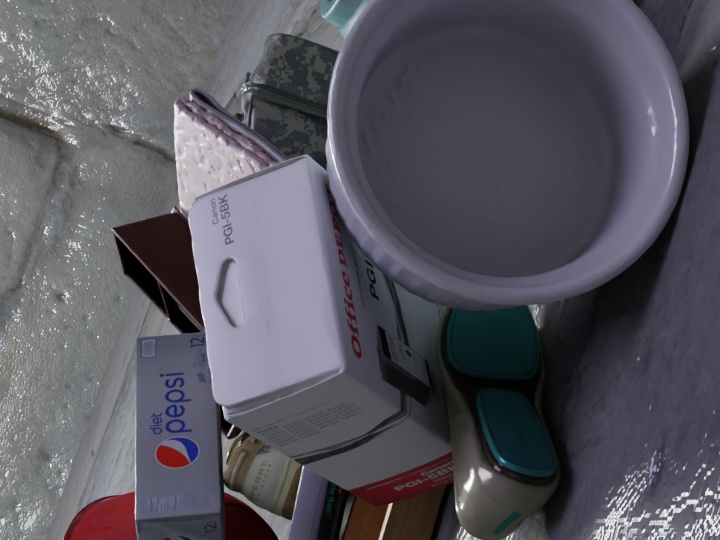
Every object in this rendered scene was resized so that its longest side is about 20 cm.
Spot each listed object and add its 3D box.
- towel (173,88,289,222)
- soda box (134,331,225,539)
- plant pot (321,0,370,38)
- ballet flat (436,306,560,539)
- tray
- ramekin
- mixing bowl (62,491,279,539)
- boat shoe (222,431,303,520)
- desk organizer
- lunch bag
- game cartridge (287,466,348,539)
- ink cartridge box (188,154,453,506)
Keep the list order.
[{"bbox_3d":[-0.075,-0.035,1.560,0.032,0.200,0.191,-38,-29,-28],"label":"towel"},{"bbox_3d":[-0.137,0.137,1.428,0.200,0.063,0.068,-98,4,-50],"label":"soda box"},{"bbox_3d":[0.050,-0.235,1.533,0.200,0.134,0.201,-159,90,-77],"label":"plant pot"},{"bbox_3d":[0.074,0.084,1.108,0.200,0.069,0.070,-89,24,-58],"label":"ballet flat"},{"bbox_3d":[0.027,0.148,1.267,0.099,0.037,0.200,149,141,-71],"label":"tray"},{"bbox_3d":[0.074,-0.071,1.060,0.098,0.200,0.201,129,160,-75],"label":"ramekin"},{"bbox_3d":[-0.125,0.246,1.469,0.108,0.200,0.200,-33,31,30],"label":"mixing bowl"},{"bbox_3d":[-0.071,0.136,1.455,0.200,0.063,0.073,-129,57,-84],"label":"boat shoe"},{"bbox_3d":[-0.133,0.043,1.579,0.077,0.200,0.072,-18,-35,-47],"label":"desk organizer"},{"bbox_3d":[-0.056,-0.096,1.703,0.200,0.139,0.168,111,177,-74],"label":"lunch bag"},{"bbox_3d":[-0.027,0.169,1.339,0.130,0.038,0.200,-73,-5,-84],"label":"game cartridge"},{"bbox_3d":[-0.011,0.041,1.137,0.083,0.200,0.147,-21,62,19],"label":"ink cartridge box"}]
